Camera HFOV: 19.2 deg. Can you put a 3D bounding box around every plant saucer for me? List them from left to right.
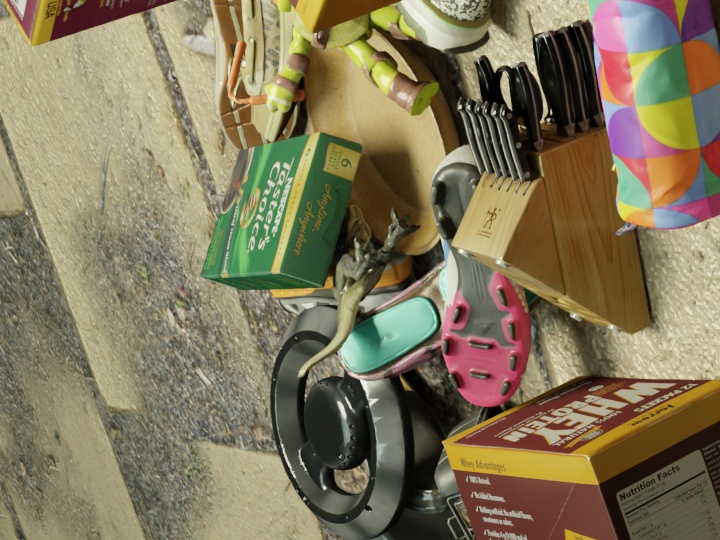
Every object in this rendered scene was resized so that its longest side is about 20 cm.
[{"bbox_3d":[0.024,-0.111,1.695,0.200,0.035,0.200,42,145,40],"label":"plant saucer"}]

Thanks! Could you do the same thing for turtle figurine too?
[{"bbox_3d":[-0.005,-0.194,1.589,0.161,0.200,0.064,28,173,18],"label":"turtle figurine"}]

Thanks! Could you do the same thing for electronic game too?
[{"bbox_3d":[-0.017,0.128,1.784,0.200,0.042,0.200,22,117,52],"label":"electronic game"}]

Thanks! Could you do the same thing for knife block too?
[{"bbox_3d":[0.149,-0.070,1.493,0.200,0.176,0.064,29,175,-33],"label":"knife block"}]

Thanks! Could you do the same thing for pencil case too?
[{"bbox_3d":[0.186,-0.121,1.348,0.088,0.088,0.200,20,126,55],"label":"pencil case"}]

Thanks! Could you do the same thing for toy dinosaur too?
[{"bbox_3d":[0.000,0.000,1.668,0.047,0.200,0.088,31,126,-9],"label":"toy dinosaur"}]

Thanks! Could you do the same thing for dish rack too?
[{"bbox_3d":[0.123,0.213,1.681,0.200,0.055,0.153,62,-166,-7],"label":"dish rack"}]

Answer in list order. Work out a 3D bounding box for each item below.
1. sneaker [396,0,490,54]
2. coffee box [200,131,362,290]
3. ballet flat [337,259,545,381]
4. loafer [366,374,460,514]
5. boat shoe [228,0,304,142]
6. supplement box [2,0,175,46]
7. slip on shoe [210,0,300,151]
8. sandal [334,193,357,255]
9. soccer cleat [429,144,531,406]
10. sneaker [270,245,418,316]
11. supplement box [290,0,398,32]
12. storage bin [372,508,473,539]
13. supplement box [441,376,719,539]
[{"bbox_3d":[0.042,-0.256,1.531,0.200,0.077,0.089,53,137,15],"label":"sneaker"},{"bbox_3d":[-0.067,-0.046,1.752,0.200,0.044,0.123,0,72,68],"label":"coffee box"},{"bbox_3d":[0.074,0.029,1.652,0.200,0.071,0.069,-29,77,25],"label":"ballet flat"},{"bbox_3d":[0.030,0.134,1.799,0.200,0.073,0.072,45,156,54],"label":"loafer"},{"bbox_3d":[-0.073,-0.196,1.733,0.063,0.073,0.200,14,127,7],"label":"boat shoe"},{"bbox_3d":[-0.215,-0.292,1.804,0.131,0.200,0.103,56,151,19],"label":"supplement box"},{"bbox_3d":[-0.092,-0.190,1.823,0.061,0.076,0.200,-84,-12,-49],"label":"slip on shoe"},{"bbox_3d":[-0.063,-0.048,1.859,0.200,0.045,0.075,8,78,61],"label":"sandal"},{"bbox_3d":[0.097,0.000,1.567,0.070,0.086,0.200,4,115,23],"label":"soccer cleat"},{"bbox_3d":[-0.011,0.027,1.827,0.200,0.078,0.077,-2,117,62],"label":"sneaker"},{"bbox_3d":[0.013,-0.296,1.378,0.200,0.197,0.133,57,151,17],"label":"supplement box"},{"bbox_3d":[0.052,0.300,1.869,0.200,0.145,0.134,53,140,25],"label":"storage bin"},{"bbox_3d":[0.189,0.193,1.527,0.197,0.133,0.200,-3,108,62],"label":"supplement box"}]
